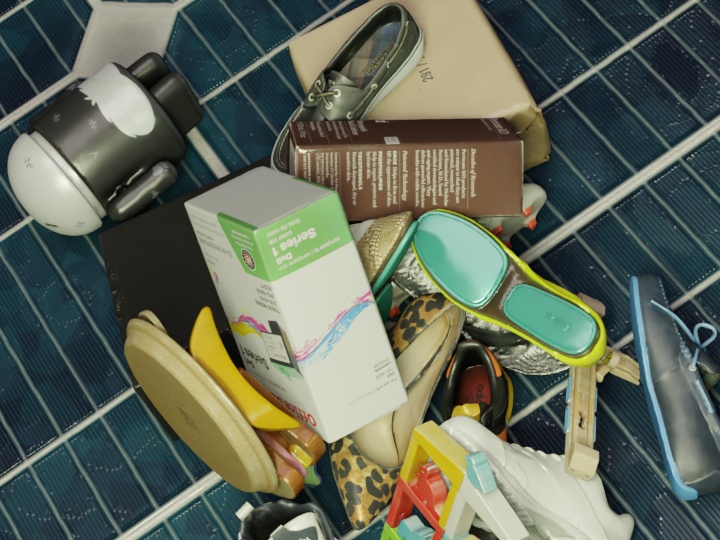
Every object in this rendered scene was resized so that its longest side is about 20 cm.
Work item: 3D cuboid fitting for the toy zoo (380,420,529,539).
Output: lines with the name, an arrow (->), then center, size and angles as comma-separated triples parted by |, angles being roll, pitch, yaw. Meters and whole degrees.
toy zoo -> 0.074, 0.213, 1.479 | 0.020, 0.200, 0.131 | -19, 52, -31

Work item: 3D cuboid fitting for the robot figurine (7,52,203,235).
robot figurine -> -0.252, -0.123, 1.806 | 0.200, 0.125, 0.150 | -41, 15, -9

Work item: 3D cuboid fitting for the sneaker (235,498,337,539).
sneaker -> -0.032, 0.257, 1.517 | 0.079, 0.130, 0.199 | -42, 59, -8

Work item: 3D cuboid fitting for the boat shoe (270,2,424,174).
boat shoe -> -0.018, -0.164, 1.676 | 0.069, 0.057, 0.200 | 31, 75, 29

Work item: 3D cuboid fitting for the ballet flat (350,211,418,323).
ballet flat -> 0.000, 0.000, 1.580 | 0.065, 0.200, 0.071 | 34, 58, 9

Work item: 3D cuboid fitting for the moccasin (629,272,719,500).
moccasin -> 0.277, 0.096, 1.559 | 0.068, 0.080, 0.200 | -13, 73, 4

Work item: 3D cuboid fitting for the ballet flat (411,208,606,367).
ballet flat -> 0.126, 0.021, 1.547 | 0.200, 0.067, 0.067 | 36, 90, 24

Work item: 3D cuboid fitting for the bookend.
bookend -> -0.120, 0.019, 1.679 | 0.200, 0.092, 0.199 | -25, 47, 4

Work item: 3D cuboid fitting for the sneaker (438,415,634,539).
sneaker -> 0.145, 0.180, 1.511 | 0.200, 0.078, 0.099 | 43, 53, -12

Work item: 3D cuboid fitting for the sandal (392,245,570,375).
sandal -> 0.107, 0.032, 1.621 | 0.200, 0.048, 0.075 | 29, 95, 8

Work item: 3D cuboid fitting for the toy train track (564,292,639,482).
toy train track -> 0.194, 0.090, 1.548 | 0.115, 0.033, 0.200 | 24, 44, -13

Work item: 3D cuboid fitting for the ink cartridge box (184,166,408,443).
ink cartridge box -> -0.054, 0.027, 1.525 | 0.084, 0.200, 0.145 | -28, 23, -21

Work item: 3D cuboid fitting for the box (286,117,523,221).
box -> 0.038, -0.089, 1.606 | 0.200, 0.075, 0.100 | -1, 17, -6

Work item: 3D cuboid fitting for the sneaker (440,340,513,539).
sneaker -> 0.093, 0.155, 1.560 | 0.070, 0.090, 0.200 | -5, 60, 14

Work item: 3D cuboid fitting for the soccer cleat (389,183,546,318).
soccer cleat -> 0.076, -0.035, 1.686 | 0.200, 0.069, 0.078 | -31, 68, 2

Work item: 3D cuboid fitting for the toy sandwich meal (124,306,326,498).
toy sandwich meal -> -0.113, 0.106, 1.516 | 0.070, 0.205, 0.205 | -41, 58, -18

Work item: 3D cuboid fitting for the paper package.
paper package -> 0.055, -0.162, 1.746 | 0.190, 0.104, 0.200 | -26, 58, 1

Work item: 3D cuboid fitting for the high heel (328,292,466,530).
high heel -> 0.036, 0.116, 1.571 | 0.071, 0.143, 0.200 | 23, 57, -20

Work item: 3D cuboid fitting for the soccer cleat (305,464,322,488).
soccer cleat -> -0.042, 0.106, 1.658 | 0.084, 0.065, 0.200 | 21, 61, -6
